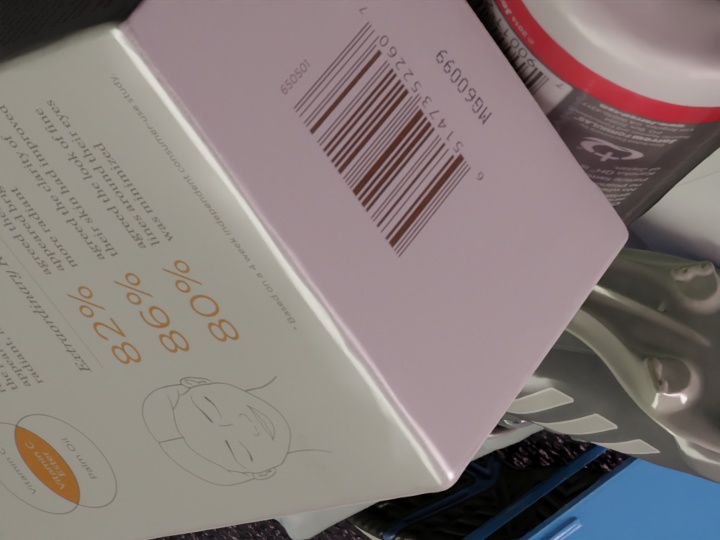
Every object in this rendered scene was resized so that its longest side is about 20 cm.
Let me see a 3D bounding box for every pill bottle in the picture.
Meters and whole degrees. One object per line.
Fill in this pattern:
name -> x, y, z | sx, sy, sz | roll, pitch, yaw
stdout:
pill bottle -> 0.060, -0.069, 0.874 | 0.111, 0.111, 0.200 | 39, 155, -3

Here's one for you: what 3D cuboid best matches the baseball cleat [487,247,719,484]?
baseball cleat -> 0.075, 0.031, 1.002 | 0.200, 0.070, 0.107 | 28, 148, 15

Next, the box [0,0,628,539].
box -> -0.057, -0.017, 0.828 | 0.200, 0.106, 0.152 | -13, 120, 46

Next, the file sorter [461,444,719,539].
file sorter -> 0.133, 0.154, 1.074 | 0.200, 0.139, 0.123 | 57, 158, -2

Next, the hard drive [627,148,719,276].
hard drive -> 0.174, 0.016, 0.971 | 0.200, 0.026, 0.132 | 44, 154, -13

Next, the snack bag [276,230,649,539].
snack bag -> 0.000, 0.000, 1.056 | 0.200, 0.021, 0.189 | -25, 118, 26

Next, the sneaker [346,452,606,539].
sneaker -> 0.077, 0.120, 1.222 | 0.200, 0.076, 0.077 | 31, 168, 47
